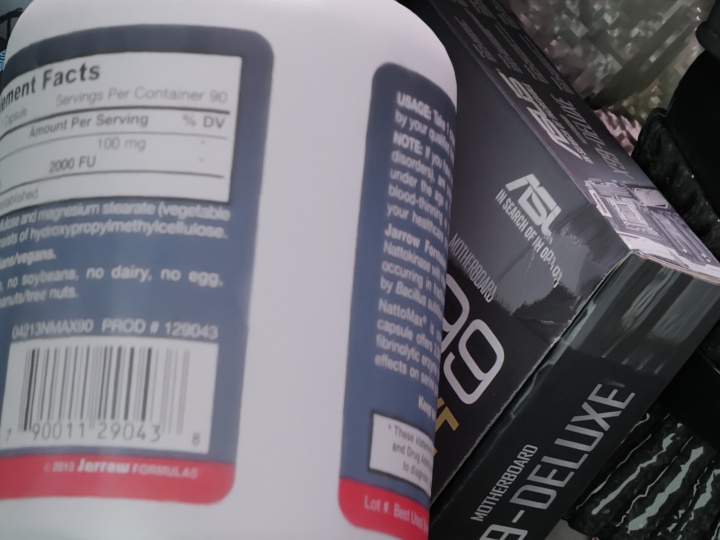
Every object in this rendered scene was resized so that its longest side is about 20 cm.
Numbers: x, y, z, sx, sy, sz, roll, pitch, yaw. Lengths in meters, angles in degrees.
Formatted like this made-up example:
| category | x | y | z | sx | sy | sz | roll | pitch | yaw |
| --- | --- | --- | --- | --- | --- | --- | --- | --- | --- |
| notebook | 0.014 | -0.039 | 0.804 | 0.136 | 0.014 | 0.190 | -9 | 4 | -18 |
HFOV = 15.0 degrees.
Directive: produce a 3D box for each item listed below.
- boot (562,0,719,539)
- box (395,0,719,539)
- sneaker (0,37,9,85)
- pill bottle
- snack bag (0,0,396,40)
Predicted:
| category | x | y | z | sx | sy | sz | roll | pitch | yaw |
| --- | --- | --- | --- | --- | --- | --- | --- | --- | --- |
| boot | 0.136 | 0.034 | 0.746 | 0.211 | 0.079 | 0.158 | 41 | 108 | 34 |
| box | 0.000 | 0.000 | 0.787 | 0.158 | 0.050 | 0.200 | -53 | 44 | 20 |
| sneaker | -0.130 | -0.048 | 0.815 | 0.200 | 0.082 | 0.073 | -112 | 18 | -47 |
| pill bottle | -0.036 | -0.016 | 0.700 | 0.119 | 0.120 | 0.201 | -2 | 74 | 26 |
| snack bag | -0.060 | -0.115 | 0.832 | 0.188 | 0.021 | 0.200 | -38 | 55 | 22 |
